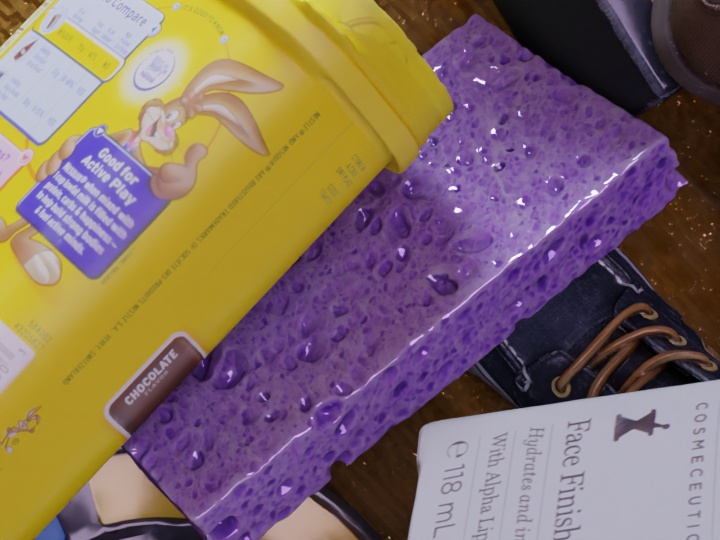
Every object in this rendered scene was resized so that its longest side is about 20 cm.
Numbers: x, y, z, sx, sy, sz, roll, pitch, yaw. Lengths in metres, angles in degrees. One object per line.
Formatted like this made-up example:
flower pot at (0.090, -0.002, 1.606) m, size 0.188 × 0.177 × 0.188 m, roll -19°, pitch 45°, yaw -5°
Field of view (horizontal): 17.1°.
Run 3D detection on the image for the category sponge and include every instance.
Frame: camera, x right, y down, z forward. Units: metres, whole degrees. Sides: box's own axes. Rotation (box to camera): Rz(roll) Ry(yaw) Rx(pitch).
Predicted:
sponge at (0.000, 0.000, 0.807) m, size 0.200 × 0.112 × 0.030 m, roll -39°, pitch 134°, yaw -9°

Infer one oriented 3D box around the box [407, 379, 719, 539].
box at (0.094, 0.170, 0.706) m, size 0.130 × 0.199 × 0.200 m, roll -10°, pitch 127°, yaw 18°

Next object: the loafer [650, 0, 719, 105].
loafer at (0.150, -0.147, 0.734) m, size 0.073 × 0.071 × 0.201 m, roll 16°, pitch 84°, yaw -7°

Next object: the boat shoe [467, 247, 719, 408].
boat shoe at (0.096, 0.039, 0.822) m, size 0.071 × 0.091 × 0.200 m, roll -42°, pitch 91°, yaw -9°

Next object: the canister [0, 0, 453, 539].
canister at (-0.087, -0.022, 0.781) m, size 0.200 × 0.148 × 0.087 m, roll -47°, pitch 130°, yaw -6°

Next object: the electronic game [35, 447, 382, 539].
electronic game at (-0.069, 0.156, 0.816) m, size 0.199 × 0.042 × 0.201 m, roll 1°, pitch 85°, yaw -7°

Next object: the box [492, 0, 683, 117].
box at (0.114, -0.184, 0.829) m, size 0.198 × 0.123 × 0.200 m, roll -33°, pitch 91°, yaw -10°
